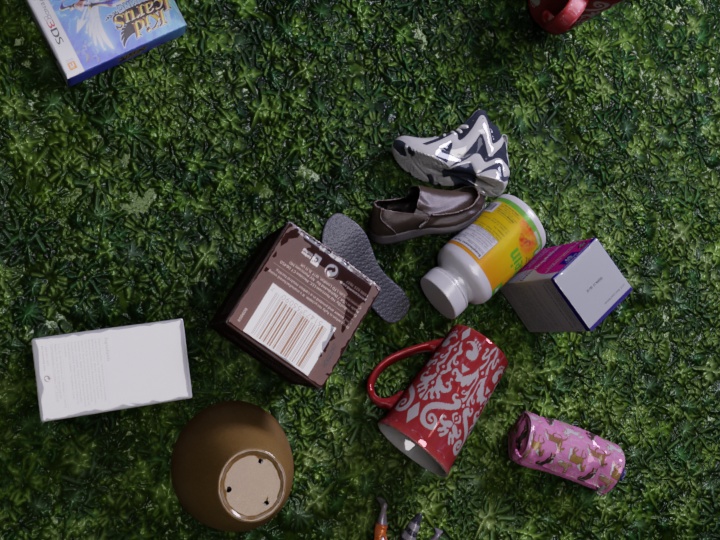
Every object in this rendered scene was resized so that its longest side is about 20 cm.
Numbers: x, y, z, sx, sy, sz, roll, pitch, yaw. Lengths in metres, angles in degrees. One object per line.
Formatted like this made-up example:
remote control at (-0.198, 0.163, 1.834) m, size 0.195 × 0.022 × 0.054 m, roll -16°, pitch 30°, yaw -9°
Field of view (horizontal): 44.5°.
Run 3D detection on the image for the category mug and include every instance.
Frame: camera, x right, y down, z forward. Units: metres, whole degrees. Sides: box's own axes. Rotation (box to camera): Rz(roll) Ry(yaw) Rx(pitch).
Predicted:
mug at (0.346, -0.467, 1.432) m, size 0.175 × 0.200 × 0.136 m, roll -26°, pitch 94°, yaw -16°
mug at (0.119, 0.183, 1.363) m, size 0.177 × 0.133 × 0.201 m, roll 42°, pitch 73°, yaw -12°

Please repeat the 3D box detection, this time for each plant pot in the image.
plant pot at (-0.168, 0.284, 1.231) m, size 0.182 × 0.200 × 0.192 m, roll 1°, pitch 85°, yaw -15°

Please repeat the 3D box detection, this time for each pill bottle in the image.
pill bottle at (0.193, -0.018, 1.407) m, size 0.199 × 0.111 × 0.112 m, roll -41°, pitch 98°, yaw -15°

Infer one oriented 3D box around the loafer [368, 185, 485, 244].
loafer at (0.105, -0.098, 1.385) m, size 0.195 × 0.073 × 0.073 m, roll -17°, pitch 125°, yaw -10°

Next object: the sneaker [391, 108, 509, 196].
sneaker at (0.154, -0.210, 1.432) m, size 0.194 × 0.080 × 0.132 m, roll 14°, pitch 63°, yaw 4°

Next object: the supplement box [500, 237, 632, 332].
supplement box at (0.318, 0.028, 1.396) m, size 0.101 × 0.200 × 0.104 m, roll -40°, pitch 96°, yaw -16°

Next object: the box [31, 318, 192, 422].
box at (-0.340, 0.134, 1.213) m, size 0.195 × 0.152 × 0.109 m, roll -7°, pitch 87°, yaw -16°

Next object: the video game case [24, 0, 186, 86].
video game case at (-0.383, -0.398, 1.294) m, size 0.197 × 0.045 × 0.184 m, roll -29°, pitch 96°, yaw -17°

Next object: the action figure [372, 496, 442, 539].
action figure at (0.019, 0.447, 1.328) m, size 0.198 × 0.104 × 0.196 m, roll 32°, pitch 68°, yaw -14°

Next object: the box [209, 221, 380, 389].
box at (-0.100, 0.054, 1.266) m, size 0.164 × 0.200 × 0.166 m, roll 35°, pitch 77°, yaw -12°

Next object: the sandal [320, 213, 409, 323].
sandal at (0.000, 0.001, 1.389) m, size 0.076 × 0.043 × 0.202 m, roll -37°, pitch 107°, yaw -9°

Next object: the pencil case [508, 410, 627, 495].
pencil case at (0.336, 0.300, 1.445) m, size 0.196 × 0.087 × 0.084 m, roll 22°, pitch 111°, yaw -14°
